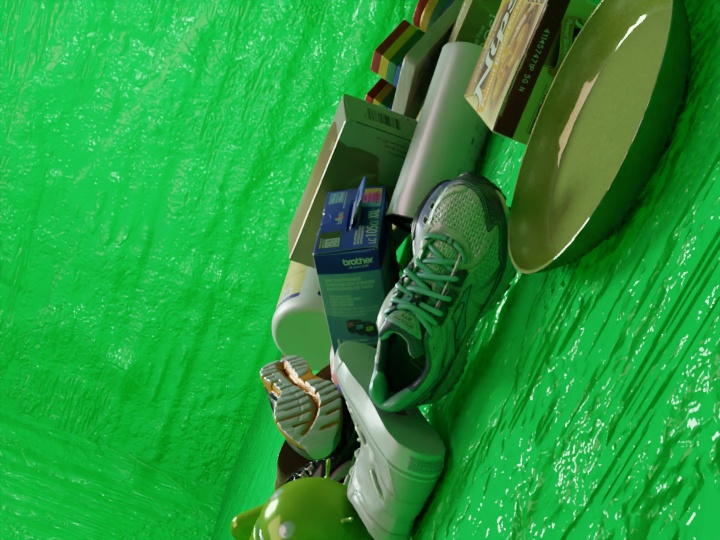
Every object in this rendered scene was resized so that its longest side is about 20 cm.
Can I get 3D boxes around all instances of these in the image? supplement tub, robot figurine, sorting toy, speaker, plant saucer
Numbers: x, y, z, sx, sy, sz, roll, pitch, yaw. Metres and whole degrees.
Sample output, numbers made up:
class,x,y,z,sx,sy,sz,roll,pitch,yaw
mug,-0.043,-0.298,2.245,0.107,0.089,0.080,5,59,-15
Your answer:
class,x,y,z,sx,sy,sz,roll,pitch,yaw
supplement tub,-0.050,0.037,1.278,0.202,0.142,0.147,-76,10,-47
robot figurine,-0.051,0.273,0.725,0.204,0.113,0.176,-68,28,17
sorting toy,0.079,-0.273,1.080,0.200,0.069,0.201,-52,-12,-28
speaker,0.096,-0.140,0.895,0.081,0.079,0.205,156,133,-80
plant saucer,0.150,-0.089,0.522,0.200,0.030,0.204,-159,89,-83

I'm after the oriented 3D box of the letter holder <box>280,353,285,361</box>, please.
class,x,y,z,sx,sy,sz,roll,pitch,yaw
letter holder,-0.094,0.167,1.457,0.201,0.098,0.145,-87,17,-68

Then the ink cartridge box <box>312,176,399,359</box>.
class,x,y,z,sx,sy,sz,roll,pitch,yaw
ink cartridge box,0.000,0.000,0.919,0.138,0.074,0.204,-81,-18,-56

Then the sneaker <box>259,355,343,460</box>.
class,x,y,z,sx,sy,sz,roll,pitch,yaw
sneaker,-0.061,0.165,0.930,0.200,0.076,0.079,-133,31,-68

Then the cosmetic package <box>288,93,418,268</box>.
class,x,y,z,sx,sy,sz,roll,pitch,yaw
cosmetic package,-0.010,-0.095,0.994,0.072,0.103,0.203,-95,24,-54

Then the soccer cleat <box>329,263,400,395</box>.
class,x,y,z,sx,sy,sz,roll,pitch,yaw
soccer cleat,0.010,0.071,1.062,0.077,0.066,0.203,-55,13,48

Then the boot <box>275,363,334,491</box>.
class,x,y,z,sx,sy,sz,roll,pitch,yaw
boot,-0.047,0.228,1.079,0.157,0.075,0.202,91,-159,-50

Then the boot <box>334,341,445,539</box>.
class,x,y,z,sx,sy,sz,roll,pitch,yaw
boot,0.008,0.144,0.710,0.201,0.072,0.098,-120,48,-65

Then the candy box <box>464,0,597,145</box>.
class,x,y,z,sx,sy,sz,roll,pitch,yaw
candy box,0.146,-0.184,0.723,0.201,0.054,0.118,-91,22,-71

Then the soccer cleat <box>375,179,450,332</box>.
class,x,y,z,sx,sy,sz,roll,pitch,yaw
soccer cleat,0.079,-0.009,0.782,0.072,0.068,0.203,-16,39,45

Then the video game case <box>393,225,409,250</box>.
class,x,y,z,sx,sy,sz,roll,pitch,yaw
video game case,0.050,-0.063,1.109,0.144,0.018,0.200,-52,7,-3

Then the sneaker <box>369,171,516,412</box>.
class,x,y,z,sx,sy,sz,roll,pitch,yaw
sneaker,0.059,0.026,0.628,0.086,0.077,0.204,-20,-49,-52

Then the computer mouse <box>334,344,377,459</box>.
class,x,y,z,sx,sy,sz,roll,pitch,yaw
computer mouse,0.025,0.140,0.843,0.142,0.045,0.203,-104,31,-54

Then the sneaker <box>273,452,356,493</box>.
class,x,y,z,sx,sy,sz,roll,pitch,yaw
sneaker,-0.053,0.250,0.935,0.081,0.085,0.204,126,163,-59

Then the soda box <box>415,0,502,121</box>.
class,x,y,z,sx,sy,sz,roll,pitch,yaw
soda box,0.132,-0.249,0.971,0.064,0.066,0.203,-82,14,-64
